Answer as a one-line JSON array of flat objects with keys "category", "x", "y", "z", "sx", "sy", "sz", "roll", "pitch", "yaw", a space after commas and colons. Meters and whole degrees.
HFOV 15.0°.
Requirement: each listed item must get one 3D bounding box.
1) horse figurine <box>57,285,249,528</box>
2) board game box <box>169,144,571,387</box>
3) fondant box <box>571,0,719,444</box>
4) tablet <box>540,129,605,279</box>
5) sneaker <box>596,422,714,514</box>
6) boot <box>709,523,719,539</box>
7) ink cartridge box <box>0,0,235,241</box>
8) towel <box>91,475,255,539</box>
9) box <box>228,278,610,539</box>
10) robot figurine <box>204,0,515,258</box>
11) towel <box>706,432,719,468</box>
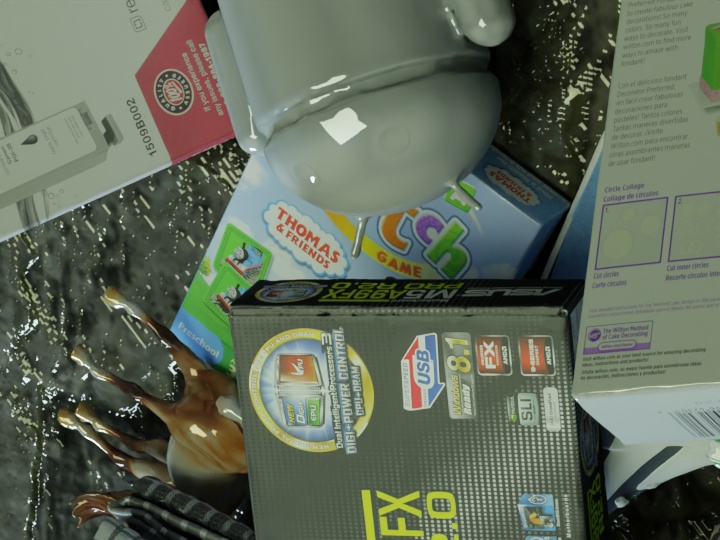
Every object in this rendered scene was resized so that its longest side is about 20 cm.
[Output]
[{"category": "horse figurine", "x": -0.099, "y": 0.092, "z": 1.456, "sx": 0.132, "sy": 0.050, "sz": 0.200, "roll": 35, "pitch": 145, "yaw": 8}, {"category": "board game box", "x": 0.000, "y": 0.000, "z": 1.373, "sx": 0.151, "sy": 0.037, "sz": 0.200, "roll": 37, "pitch": 127, "yaw": 14}, {"category": "fondant box", "x": 0.174, "y": -0.032, "z": 1.140, "sx": 0.144, "sy": 0.200, "sz": 0.058, "roll": -6, "pitch": 153, "yaw": 30}, {"category": "tablet", "x": 0.179, "y": 0.028, "z": 1.281, "sx": 0.200, "sy": 0.014, "sz": 0.130, "roll": 32, "pitch": 126, "yaw": 16}, {"category": "sneaker", "x": 0.106, "y": 0.107, "z": 1.295, "sx": 0.199, "sy": 0.080, "sz": 0.130, "roll": -3, "pitch": 116, "yaw": 9}, {"category": "boot", "x": 0.257, "y": 0.187, "z": 1.262, "sx": 0.150, "sy": 0.073, "sz": 0.200, "roll": -13, "pitch": 110, "yaw": 38}, {"category": "ink cartridge box", "x": -0.176, "y": -0.095, "z": 1.339, "sx": 0.147, "sy": 0.200, "sz": 0.083, "roll": 67, "pitch": 168, "yaw": -11}, {"category": "towel", "x": -0.053, "y": 0.205, "z": 1.443, "sx": 0.166, "sy": 0.086, "sz": 0.200, "roll": 26, "pitch": 148, "yaw": 28}, {"category": "box", "x": 0.031, "y": 0.104, "z": 1.249, "sx": 0.160, "sy": 0.044, "sz": 0.200, "roll": 0, "pitch": 108, "yaw": 18}, {"category": "robot figurine", "x": -0.003, "y": -0.111, "z": 1.253, "sx": 0.170, "sy": 0.113, "sz": 0.200, "roll": -23, "pitch": 81, "yaw": 42}, {"category": "towel", "x": 0.249, "y": 0.015, "z": 1.139, "sx": 0.152, "sy": 0.200, "sz": 0.023, "roll": 20, "pitch": 166, "yaw": 24}]
